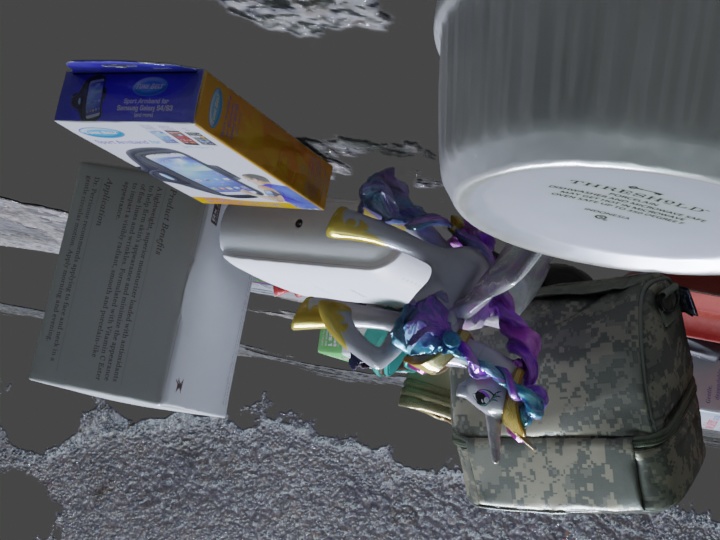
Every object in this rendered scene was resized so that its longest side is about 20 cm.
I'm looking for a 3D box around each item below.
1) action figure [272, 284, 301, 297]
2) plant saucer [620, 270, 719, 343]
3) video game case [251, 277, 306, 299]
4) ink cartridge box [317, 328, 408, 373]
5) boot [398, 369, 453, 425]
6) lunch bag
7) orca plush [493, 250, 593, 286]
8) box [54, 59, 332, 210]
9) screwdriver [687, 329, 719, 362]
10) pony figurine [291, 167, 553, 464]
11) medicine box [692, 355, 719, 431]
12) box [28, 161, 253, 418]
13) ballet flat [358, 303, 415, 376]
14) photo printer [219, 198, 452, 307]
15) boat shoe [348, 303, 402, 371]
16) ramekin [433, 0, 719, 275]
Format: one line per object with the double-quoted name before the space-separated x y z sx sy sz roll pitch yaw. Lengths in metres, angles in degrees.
"action figure" 0.000 0.000 0.997 0.197 0.053 0.065 -3 169 34
"plant saucer" 0.318 0.029 0.857 0.196 0.037 0.200 11 169 2
"video game case" -0.104 0.007 1.210 0.196 0.023 0.182 8 169 21
"ink cartridge box" 0.064 0.092 1.303 0.197 0.086 0.145 2 167 40
"boot" 0.140 0.104 1.095 0.197 0.159 0.072 15 168 -25
"lunch bag" 0.172 0.092 0.780 0.197 0.171 0.139 -6 -165 37
"orca plush" 0.134 0.004 0.921 0.199 0.104 0.072 12 131 58
"box" -0.115 -0.091 0.669 0.117 0.042 0.199 5 170 27
"screwdriver" 0.274 0.048 0.988 0.197 0.028 0.029 22 -161 20
"pony figurine" 0.071 0.010 0.686 0.198 0.195 0.167 28 170 14
"medicine box" 0.391 0.116 1.050 0.196 0.105 0.182 6 168 20
"box" -0.192 0.027 0.912 0.128 0.203 0.200 9 169 10
"ballet flat" 0.028 0.067 0.954 0.070 0.068 0.200 31 -179 19
"photo printer" -0.004 -0.014 0.867 0.197 0.071 0.166 5 168 28
"boat shoe" 0.028 0.069 1.120 0.073 0.095 0.199 3 179 20
"ramekin" 0.123 -0.063 0.420 0.198 0.096 0.203 11 170 2
